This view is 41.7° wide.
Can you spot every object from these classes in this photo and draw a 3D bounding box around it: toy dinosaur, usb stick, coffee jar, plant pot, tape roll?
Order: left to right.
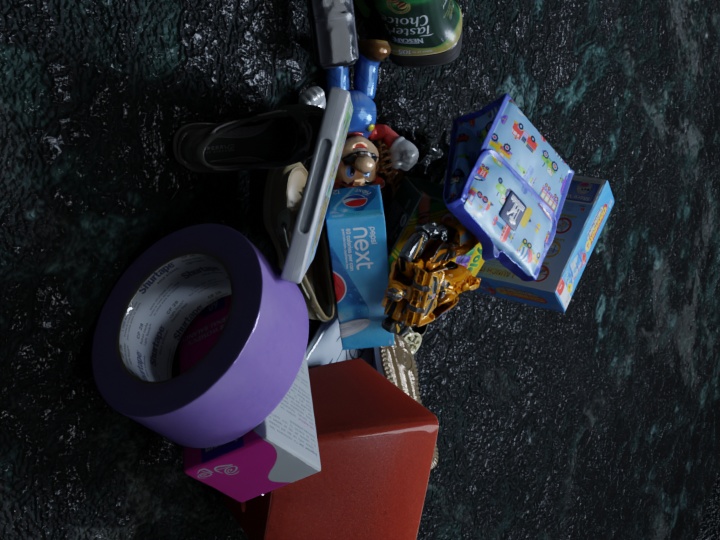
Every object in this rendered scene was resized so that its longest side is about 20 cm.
[{"bbox_3d":[-0.155,0.061,0.910,0.085,0.199,0.201,45,65,-47],"label":"tape roll"},{"bbox_3d":[-0.050,0.227,1.090,0.175,0.200,0.201,2,104,-30],"label":"plant pot"},{"bbox_3d":[-0.037,-0.321,1.033,0.055,0.033,0.201,-14,110,-19],"label":"usb stick"},{"bbox_3d":[0.061,-0.329,1.126,0.200,0.104,0.086,59,35,-58],"label":"coffee jar"},{"bbox_3d":[0.074,-0.115,1.250,0.136,0.102,0.200,-48,158,-10],"label":"toy dinosaur"}]

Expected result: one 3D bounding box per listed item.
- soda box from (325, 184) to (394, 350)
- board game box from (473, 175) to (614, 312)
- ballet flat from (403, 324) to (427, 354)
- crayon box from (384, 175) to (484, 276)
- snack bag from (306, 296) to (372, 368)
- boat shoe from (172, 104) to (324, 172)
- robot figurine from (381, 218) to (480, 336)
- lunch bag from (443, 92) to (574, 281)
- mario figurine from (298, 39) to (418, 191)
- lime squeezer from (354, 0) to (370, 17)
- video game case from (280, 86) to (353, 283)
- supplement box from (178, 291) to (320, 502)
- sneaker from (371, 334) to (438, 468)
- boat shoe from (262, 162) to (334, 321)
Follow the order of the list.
[{"bbox_3d":[0.000,0.000,1.131,0.064,0.067,0.201,-95,180,-52],"label":"soda box"},{"bbox_3d":[0.241,-0.054,1.388,0.196,0.199,0.056,-61,141,-20],"label":"board game box"},{"bbox_3d":[0.091,0.034,1.344,0.067,0.046,0.201,32,74,-50],"label":"ballet flat"},{"bbox_3d":[0.116,-0.047,1.257,0.199,0.051,0.127,6,123,-39],"label":"crayon box"},{"bbox_3d":[-0.036,0.165,1.241,0.189,0.021,0.200,-59,136,-24],"label":"snack bag"},{"bbox_3d":[-0.099,-0.135,1.005,0.199,0.057,0.067,-14,114,-34],"label":"boat shoe"},{"bbox_3d":[0.092,0.003,1.141,0.200,0.058,0.146,-30,138,-55],"label":"robot figurine"},{"bbox_3d":[0.172,-0.089,1.169,0.150,0.094,0.201,43,47,-26],"label":"lunch bag"},{"bbox_3d":[0.000,-0.169,1.112,0.106,0.123,0.201,-30,121,-69],"label":"mario figurine"},{"bbox_3d":[-0.047,-0.340,1.079,0.200,0.038,0.071,-8,138,-52],"label":"lime squeezer"},{"bbox_3d":[-0.040,-0.087,0.957,0.200,0.022,0.183,-90,-164,-84],"label":"video game case"},{"bbox_3d":[-0.117,0.118,0.975,0.103,0.101,0.201,44,27,-48],"label":"supplement box"},{"bbox_3d":[0.027,0.180,1.261,0.070,0.108,0.201,4,64,-48],"label":"sneaker"},{"bbox_3d":[-0.065,-0.037,1.110,0.073,0.062,0.201,-33,125,-42],"label":"boat shoe"}]
